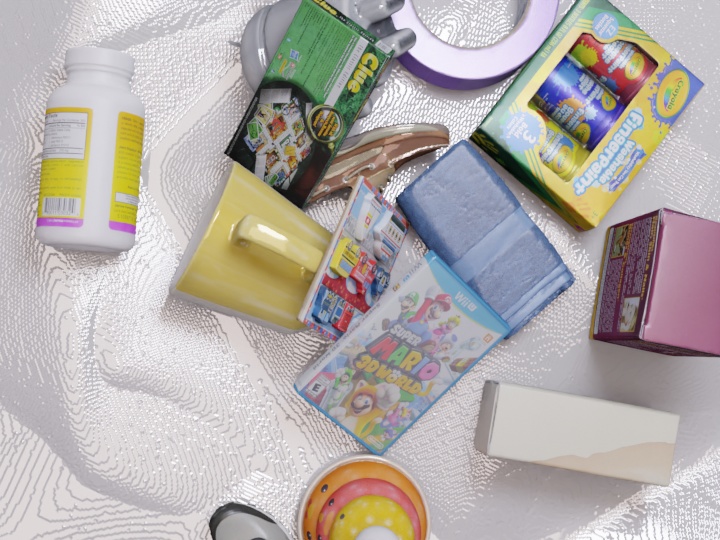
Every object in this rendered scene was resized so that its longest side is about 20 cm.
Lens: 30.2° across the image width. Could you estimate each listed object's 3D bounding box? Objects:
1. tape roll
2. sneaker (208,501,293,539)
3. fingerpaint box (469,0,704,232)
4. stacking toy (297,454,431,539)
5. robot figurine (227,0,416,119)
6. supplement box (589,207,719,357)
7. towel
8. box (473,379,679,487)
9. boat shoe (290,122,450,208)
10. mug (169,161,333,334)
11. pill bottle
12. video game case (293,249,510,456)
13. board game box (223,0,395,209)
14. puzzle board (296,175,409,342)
[{"bbox_3d":[0.114,-0.302,1.449,0.196,0.066,0.204,0,87,-6],"label":"tape roll"},{"bbox_3d":[-0.085,0.326,1.392,0.074,0.079,0.201,-38,89,-4],"label":"sneaker"},{"bbox_3d":[0.245,-0.173,1.448,0.166,0.073,0.201,40,85,-2],"label":"fingerpaint box"},{"bbox_3d":[0.011,0.266,1.341,0.143,0.200,0.149,0,86,-5],"label":"stacking toy"},{"bbox_3d":[-0.043,-0.233,1.387,0.197,0.113,0.172,-13,101,27],"label":"robot figurine"},{"bbox_3d":[0.318,0.017,1.382,0.101,0.200,0.133,11,87,-4],"label":"supplement box"},{"bbox_3d":[0.134,-0.033,1.444,0.111,0.049,0.201,-38,92,-3],"label":"towel"},{"bbox_3d":[0.227,0.171,1.420,0.197,0.095,0.079,10,87,-3],"label":"box"},{"bbox_3d":[0.003,-0.110,1.429,0.197,0.076,0.073,-14,92,4],"label":"boat shoe"},{"bbox_3d":[-0.099,-0.003,1.365,0.152,0.187,0.151,28,110,-11],"label":"mug"},{"bbox_3d":[-0.278,-0.124,1.386,0.102,0.104,0.204,5,86,-5],"label":"pill bottle"},{"bbox_3d":[0.045,0.090,1.387,0.200,0.018,0.143,-44,125,7],"label":"video game case"},{"bbox_3d":[-0.054,-0.167,1.343,0.104,0.023,0.201,37,123,5],"label":"board game box"},{"bbox_3d":[0.000,0.000,1.359,0.017,0.200,0.153,22,85,18],"label":"puzzle board"}]
